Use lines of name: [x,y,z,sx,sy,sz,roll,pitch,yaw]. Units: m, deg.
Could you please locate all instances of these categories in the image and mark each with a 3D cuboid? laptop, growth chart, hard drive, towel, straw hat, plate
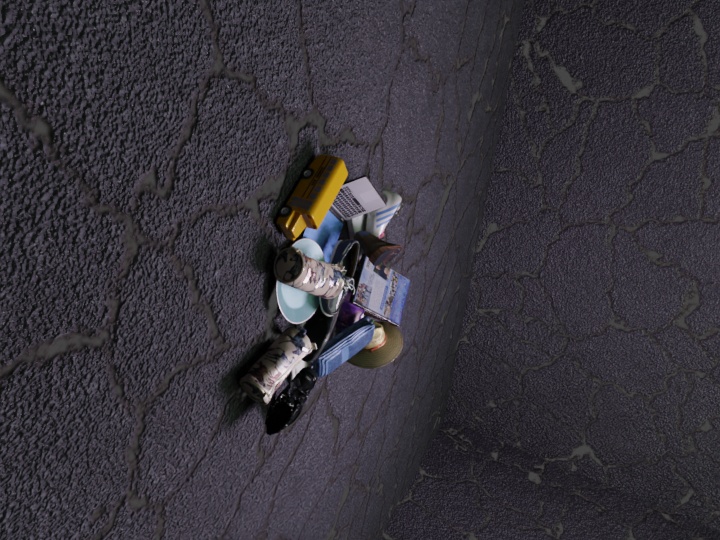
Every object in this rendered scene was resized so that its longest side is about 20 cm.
laptop: [-0.038,-0.120,1.298,0.187,0.197,0.118,38,36,-67]
growth chart: [-0.128,0.226,1.393,0.200,0.018,0.146,-47,159,-37]
hard drive: [0.008,-0.121,1.516,0.133,0.026,0.202,-57,153,-35]
towel: [-0.044,0.213,1.417,0.199,0.048,0.113,-33,149,-29]
straw hat: [0.026,0.196,1.560,0.202,0.198,0.086,-54,144,-38]
plate: [-0.144,0.024,1.224,0.199,0.025,0.204,-24,117,-57]

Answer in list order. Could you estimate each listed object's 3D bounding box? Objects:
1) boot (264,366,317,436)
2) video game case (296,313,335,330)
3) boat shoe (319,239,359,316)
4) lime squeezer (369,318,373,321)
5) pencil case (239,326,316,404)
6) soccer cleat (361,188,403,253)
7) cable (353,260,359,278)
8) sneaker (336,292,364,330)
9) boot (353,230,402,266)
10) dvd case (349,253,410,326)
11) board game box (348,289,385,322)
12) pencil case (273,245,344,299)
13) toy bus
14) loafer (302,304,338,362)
boot: [-0.180,0.334,1.232,0.200,0.073,0.163,-57,178,23]
video game case: [-0.112,0.110,1.393,0.199,0.023,0.185,-28,130,-60]
boat shoe: [-0.047,0.017,1.295,0.075,0.061,0.203,34,65,-38]
lime squeezer: [-0.045,0.203,1.493,0.198,0.038,0.071,-29,142,-31]
pencil case: [-0.188,0.216,1.178,0.200,0.088,0.079,-49,133,-45]
soccer cleat: [0.043,-0.141,1.479,0.202,0.086,0.070,-57,-170,15]
cable: [0.000,0.000,1.450,0.198,0.050,0.099,6,94,-49]
sneaker: [-0.033,0.128,1.484,0.089,0.080,0.201,-59,169,-20]
boot: [0.051,-0.071,1.424,0.075,0.097,0.200,-48,168,16]
dvd case: [0.058,0.058,1.452,0.199,0.017,0.145,30,68,-38]
board game box: [0.036,0.095,1.589,0.035,0.134,0.201,-63,155,-21]
pencil case: [-0.113,0.005,1.169,0.199,0.077,0.091,25,85,-60]
toy bus: [-0.106,-0.161,1.145,0.202,0.077,0.065,-64,156,-23]
loafer: [-0.096,0.147,1.330,0.202,0.072,0.073,-66,157,-19]
